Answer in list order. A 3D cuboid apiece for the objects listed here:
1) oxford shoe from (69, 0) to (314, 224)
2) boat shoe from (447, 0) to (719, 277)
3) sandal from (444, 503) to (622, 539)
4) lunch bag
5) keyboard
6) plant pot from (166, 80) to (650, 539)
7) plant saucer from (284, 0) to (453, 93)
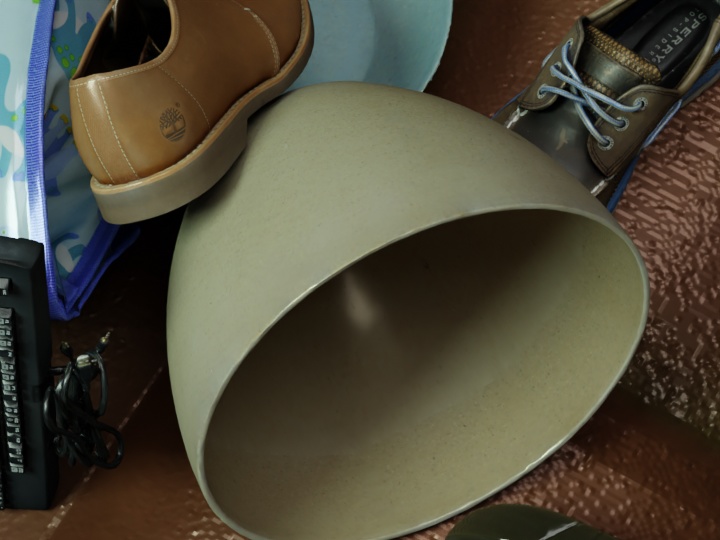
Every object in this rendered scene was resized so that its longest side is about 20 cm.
[{"bbox_3d":[-0.069,-0.097,1.092,0.071,0.071,0.200,-15,23,20],"label":"oxford shoe"},{"bbox_3d":[0.105,-0.079,1.204,0.072,0.072,0.200,35,67,12],"label":"boat shoe"},{"bbox_3d":[0.123,0.161,1.107,0.200,0.055,0.082,19,57,20],"label":"sandal"},{"bbox_3d":[-0.181,-0.054,1.115,0.170,0.128,0.200,-8,53,20],"label":"lunch bag"},{"bbox_3d":[-0.146,0.053,1.049,0.104,0.200,0.040,-1,59,-4],"label":"keyboard"},{"bbox_3d":[0.000,0.000,1.103,0.200,0.201,0.135,-21,54,-14],"label":"plant pot"},{"bbox_3d":[-0.056,-0.113,1.218,0.200,0.039,0.202,-2,62,4],"label":"plant saucer"}]
